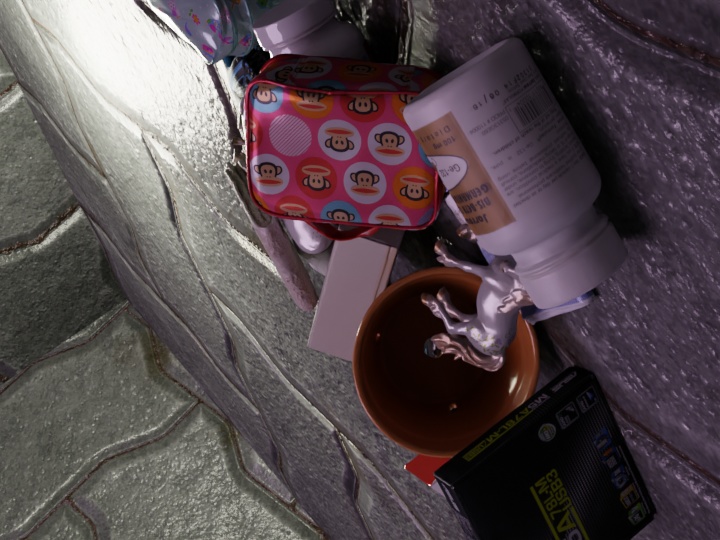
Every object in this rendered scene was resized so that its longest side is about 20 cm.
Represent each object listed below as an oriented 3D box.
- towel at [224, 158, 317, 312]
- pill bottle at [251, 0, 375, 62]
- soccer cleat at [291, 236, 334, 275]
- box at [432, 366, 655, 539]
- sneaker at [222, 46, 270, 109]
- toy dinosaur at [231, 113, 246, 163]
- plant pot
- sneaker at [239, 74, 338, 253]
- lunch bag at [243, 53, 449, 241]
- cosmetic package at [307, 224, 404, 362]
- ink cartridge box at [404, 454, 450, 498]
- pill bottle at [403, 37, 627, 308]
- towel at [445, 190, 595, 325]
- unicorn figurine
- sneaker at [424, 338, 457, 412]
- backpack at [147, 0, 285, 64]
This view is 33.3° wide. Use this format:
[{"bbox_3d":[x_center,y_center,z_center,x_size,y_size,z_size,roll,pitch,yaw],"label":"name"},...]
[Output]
[{"bbox_3d":[-0.105,-0.047,1.419,0.133,0.034,0.200,62,177,-34],"label":"towel"},{"bbox_3d":[-0.029,-0.179,1.234,0.112,0.112,0.201,22,144,61],"label":"pill bottle"},{"bbox_3d":[-0.062,-0.062,1.537,0.078,0.069,0.201,58,-170,-33],"label":"soccer cleat"},{"bbox_3d":[0.196,0.235,1.257,0.047,0.192,0.201,18,140,61],"label":"box"},{"bbox_3d":[-0.121,-0.230,1.458,0.200,0.073,0.082,25,146,59],"label":"sneaker"},{"bbox_3d":[-0.106,-0.155,1.499,0.200,0.100,0.059,-111,31,-65],"label":"toy dinosaur"},{"bbox_3d":[0.088,0.093,1.328,0.201,0.199,0.140,56,180,-4],"label":"plant pot"},{"bbox_3d":[-0.085,-0.107,1.286,0.202,0.074,0.087,67,-157,-12],"label":"sneaker"},{"bbox_3d":[-0.011,-0.109,1.154,0.198,0.082,0.178,8,123,10],"label":"lunch bag"},{"bbox_3d":[0.000,0.000,1.384,0.072,0.104,0.201,18,136,2],"label":"cosmetic package"},{"bbox_3d":[0.148,0.197,1.372,0.200,0.160,0.050,27,148,58],"label":"ink cartridge box"},{"bbox_3d":[0.130,-0.076,0.983,0.201,0.114,0.114,58,163,-8],"label":"pill bottle"},{"bbox_3d":[0.143,-0.039,1.180,0.201,0.024,0.147,56,163,-2],"label":"towel"},{"bbox_3d":[0.128,0.021,1.171,0.137,0.074,0.201,35,149,29],"label":"unicorn figurine"},{"bbox_3d":[0.117,0.124,1.505,0.079,0.075,0.202,-129,21,-52],"label":"sneaker"},{"bbox_3d":[-0.164,-0.323,1.314,0.200,0.126,0.167,47,159,16],"label":"backpack"}]
